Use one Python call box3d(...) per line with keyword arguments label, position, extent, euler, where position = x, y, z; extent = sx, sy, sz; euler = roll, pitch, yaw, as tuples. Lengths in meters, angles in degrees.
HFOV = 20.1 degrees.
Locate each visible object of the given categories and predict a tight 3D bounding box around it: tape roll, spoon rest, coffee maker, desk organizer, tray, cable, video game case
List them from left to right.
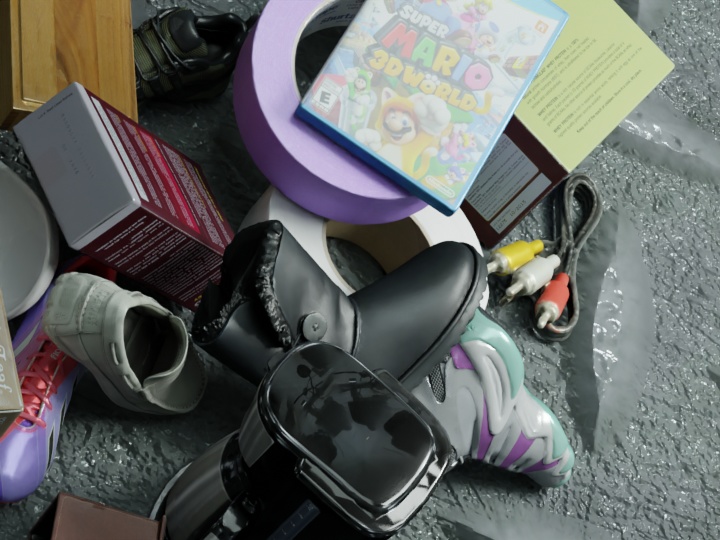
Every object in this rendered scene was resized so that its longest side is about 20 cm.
box3d(label="spoon rest", position=(-0.265, -0.052, 1.467), extent=(0.060, 0.099, 0.201), euler=(24, 38, -44))
box3d(label="tray", position=(-0.221, -0.194, 1.518), extent=(0.098, 0.037, 0.202), euler=(8, 63, -28))
box3d(label="desk organizer", position=(-0.187, 0.253, 1.325), extent=(0.076, 0.072, 0.201), euler=(19, 52, -18))
box3d(label="coffee maker", position=(-0.024, 0.163, 1.400), extent=(0.191, 0.200, 0.136), euler=(25, 51, -16))
box3d(label="tape roll", position=(0.000, 0.000, 1.610), extent=(0.201, 0.071, 0.204), euler=(16, 54, -23))
box3d(label="tape roll", position=(0.004, -0.141, 1.575), extent=(0.198, 0.066, 0.202), euler=(5, 73, -16))
box3d(label="video game case", position=(0.058, -0.159, 1.552), extent=(0.143, 0.018, 0.201), euler=(33, 66, -5))
box3d(label="cable", position=(0.177, -0.014, 1.745), extent=(0.097, 0.050, 0.200), euler=(45, 49, -1))

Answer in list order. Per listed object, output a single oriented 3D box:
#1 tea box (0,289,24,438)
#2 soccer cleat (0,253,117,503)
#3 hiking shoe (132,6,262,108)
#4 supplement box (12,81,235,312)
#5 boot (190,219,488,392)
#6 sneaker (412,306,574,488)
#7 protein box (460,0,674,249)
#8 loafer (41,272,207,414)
box3d(label="tea box", position=(-0.344, 0.032, 1.325), extent=(0.195, 0.134, 0.202), euler=(1, 61, -31))
box3d(label="soccer cleat", position=(-0.220, 0.068, 1.419), extent=(0.066, 0.076, 0.201), euler=(29, 49, -13))
box3d(label="hiking shoe", position=(-0.171, -0.170, 1.590), extent=(0.199, 0.101, 0.076), euler=(-21, 73, -40))
box3d(label="supplement box", position=(-0.160, -0.048, 1.467), extent=(0.109, 0.061, 0.200), euler=(61, 12, 25))
box3d(label="boot", position=(-0.014, 0.017, 1.462), extent=(0.201, 0.076, 0.168), euler=(-51, 122, -13))
box3d(label="sneaker", position=(0.077, 0.131, 1.570), extent=(0.140, 0.078, 0.201), euler=(-38, 128, -7))
box3d(label="protein box", position=(0.124, -0.169, 1.756), extent=(0.200, 0.135, 0.198), euler=(46, 49, 1))
box3d(label="loafer", position=(-0.150, 0.059, 1.414), extent=(0.069, 0.200, 0.071), euler=(11, 76, 24))
